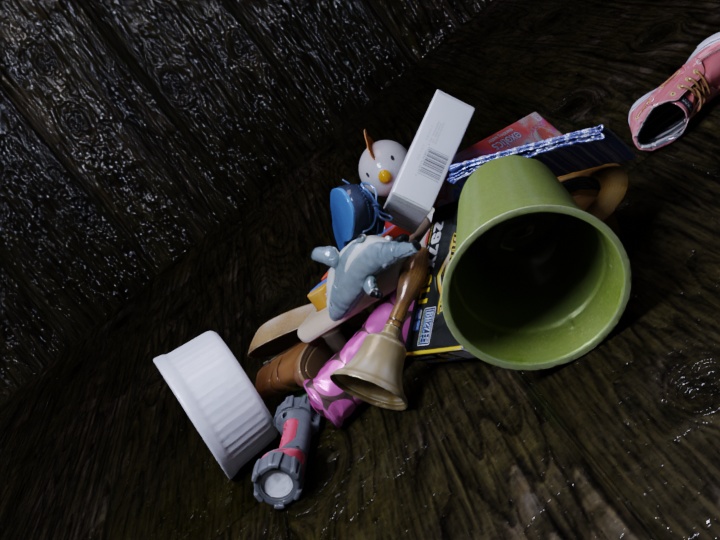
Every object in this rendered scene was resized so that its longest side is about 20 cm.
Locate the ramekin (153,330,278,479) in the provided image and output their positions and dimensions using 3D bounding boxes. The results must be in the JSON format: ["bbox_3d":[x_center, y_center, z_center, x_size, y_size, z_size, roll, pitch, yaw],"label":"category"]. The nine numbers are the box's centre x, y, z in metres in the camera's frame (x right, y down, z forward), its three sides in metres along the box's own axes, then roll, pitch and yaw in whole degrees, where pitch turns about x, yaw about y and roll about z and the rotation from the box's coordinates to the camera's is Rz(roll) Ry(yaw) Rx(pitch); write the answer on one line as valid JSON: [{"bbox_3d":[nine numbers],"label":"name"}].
[{"bbox_3d":[-0.201,0.184,1.689,0.097,0.202,0.200,-33,13,-10],"label":"ramekin"}]

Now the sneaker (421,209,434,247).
[{"bbox_3d":[0.156,-0.091,1.860,0.200,0.071,0.093,-44,9,-28],"label":"sneaker"}]

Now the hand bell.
[{"bbox_3d":[0.044,0.061,1.489,0.104,0.103,0.202,-12,52,60],"label":"hand bell"}]

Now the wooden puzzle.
[{"bbox_3d":[0.000,0.000,1.676,0.184,0.046,0.201,-32,15,29],"label":"wooden puzzle"}]

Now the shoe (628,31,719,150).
[{"bbox_3d":[0.447,-0.238,1.601,0.199,0.072,0.091,-38,15,25],"label":"shoe"}]

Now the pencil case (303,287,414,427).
[{"bbox_3d":[0.008,0.115,1.589,0.200,0.091,0.093,-45,18,-13],"label":"pencil case"}]

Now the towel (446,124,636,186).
[{"bbox_3d":[0.215,-0.124,1.417,0.197,0.024,0.144,-13,-12,25],"label":"towel"}]

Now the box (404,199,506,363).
[{"bbox_3d":[0.125,0.011,1.480,0.159,0.049,0.203,163,122,-67],"label":"box"}]

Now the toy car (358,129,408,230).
[{"bbox_3d":[0.057,-0.147,2.015,0.183,0.201,0.177,-35,15,15],"label":"toy car"}]

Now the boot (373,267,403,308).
[{"bbox_3d":[0.108,-0.013,1.728,0.200,0.077,0.155,-47,4,19],"label":"boot"}]

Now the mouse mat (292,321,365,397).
[{"bbox_3d":[-0.011,0.128,1.752,0.200,0.008,0.160,-46,16,-20],"label":"mouse mat"}]

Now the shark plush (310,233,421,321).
[{"bbox_3d":[0.022,0.002,1.515,0.198,0.090,0.085,-19,64,41],"label":"shark plush"}]

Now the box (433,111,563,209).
[{"bbox_3d":[0.205,-0.124,1.630,0.199,0.103,0.095,-29,-27,-40],"label":"box"}]

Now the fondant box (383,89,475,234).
[{"bbox_3d":[0.085,-0.138,1.567,0.200,0.058,0.146,127,168,-83],"label":"fondant box"}]

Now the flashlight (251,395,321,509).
[{"bbox_3d":[-0.097,0.229,1.549,0.068,0.068,0.200,-38,16,15],"label":"flashlight"}]

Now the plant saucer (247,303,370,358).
[{"bbox_3d":[-0.083,0.083,1.809,0.197,0.036,0.200,-19,-10,-4],"label":"plant saucer"}]

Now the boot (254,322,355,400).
[{"bbox_3d":[-0.098,0.145,1.727,0.154,0.077,0.200,-27,13,21],"label":"boot"}]

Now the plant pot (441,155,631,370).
[{"bbox_3d":[0.177,-0.028,1.301,0.199,0.200,0.191,-34,27,17],"label":"plant pot"}]

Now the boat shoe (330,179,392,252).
[{"bbox_3d":[-0.001,-0.076,1.573,0.068,0.085,0.200,-19,-8,-7],"label":"boat shoe"}]

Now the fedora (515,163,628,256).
[{"bbox_3d":[0.258,-0.051,1.475,0.199,0.082,0.201,-33,20,13],"label":"fedora"}]
